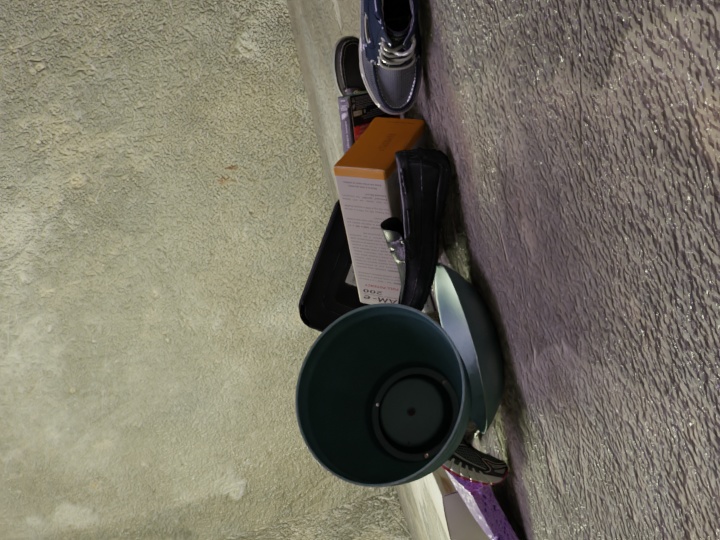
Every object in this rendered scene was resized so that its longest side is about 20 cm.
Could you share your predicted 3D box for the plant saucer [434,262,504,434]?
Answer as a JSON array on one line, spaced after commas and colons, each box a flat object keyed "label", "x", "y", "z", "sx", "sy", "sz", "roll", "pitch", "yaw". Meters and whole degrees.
[{"label": "plant saucer", "x": 0.130, "y": 0.084, "z": 1.126, "sx": 0.201, "sy": 0.038, "sz": 0.203, "roll": 165, "pitch": 90, "yaw": -85}]

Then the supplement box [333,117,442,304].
[{"label": "supplement box", "x": 0.038, "y": -0.071, "z": 1.213, "sx": 0.126, "sy": 0.073, "sz": 0.202, "roll": -54, "pitch": -38, "yaw": -46}]

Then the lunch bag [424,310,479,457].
[{"label": "lunch bag", "x": 0.096, "y": 0.165, "z": 1.356, "sx": 0.200, "sy": 0.116, "sz": 0.165, "roll": 99, "pitch": 155, "yaw": -65}]

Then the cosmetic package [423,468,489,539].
[{"label": "cosmetic package", "x": 0.146, "y": 0.336, "z": 1.543, "sx": 0.200, "sy": 0.070, "sz": 0.106, "roll": -116, "pitch": 12, "yaw": -71}]

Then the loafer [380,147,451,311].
[{"label": "loafer", "x": 0.056, "y": -0.042, "z": 1.121, "sx": 0.068, "sy": 0.070, "sz": 0.203, "roll": -96, "pitch": 12, "yaw": -68}]

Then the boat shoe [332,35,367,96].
[{"label": "boat shoe", "x": 0.017, "y": -0.233, "z": 1.383, "sx": 0.061, "sy": 0.071, "sz": 0.203, "roll": -132, "pitch": 21, "yaw": -72}]

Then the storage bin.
[{"label": "storage bin", "x": 0.000, "y": 0.000, "z": 1.421, "sx": 0.094, "sy": 0.134, "sz": 0.202, "roll": -165, "pitch": 95, "yaw": -85}]

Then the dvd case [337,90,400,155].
[{"label": "dvd case", "x": 0.021, "y": -0.135, "z": 1.290, "sx": 0.146, "sy": 0.022, "sz": 0.202, "roll": -30, "pitch": -64, "yaw": -59}]

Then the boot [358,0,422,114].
[{"label": "boot", "x": 0.033, "y": -0.245, "z": 1.053, "sx": 0.091, "sy": 0.072, "sz": 0.201, "roll": -101, "pitch": 0, "yaw": -54}]

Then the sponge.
[{"label": "sponge", "x": 0.166, "y": 0.320, "z": 1.311, "sx": 0.112, "sy": 0.030, "sz": 0.200, "roll": 59, "pitch": 175, "yaw": -1}]

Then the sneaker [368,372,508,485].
[{"label": "sneaker", "x": 0.099, "y": 0.197, "z": 1.214, "sx": 0.199, "sy": 0.075, "sz": 0.081, "roll": 33, "pitch": 178, "yaw": 2}]

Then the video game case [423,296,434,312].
[{"label": "video game case", "x": 0.101, "y": 0.060, "z": 1.583, "sx": 0.143, "sy": 0.018, "sz": 0.202, "roll": 84, "pitch": 171, "yaw": -67}]

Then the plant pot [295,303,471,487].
[{"label": "plant pot", "x": 0.042, "y": 0.153, "z": 1.121, "sx": 0.134, "sy": 0.199, "sz": 0.202, "roll": 40, "pitch": -150, "yaw": -61}]
